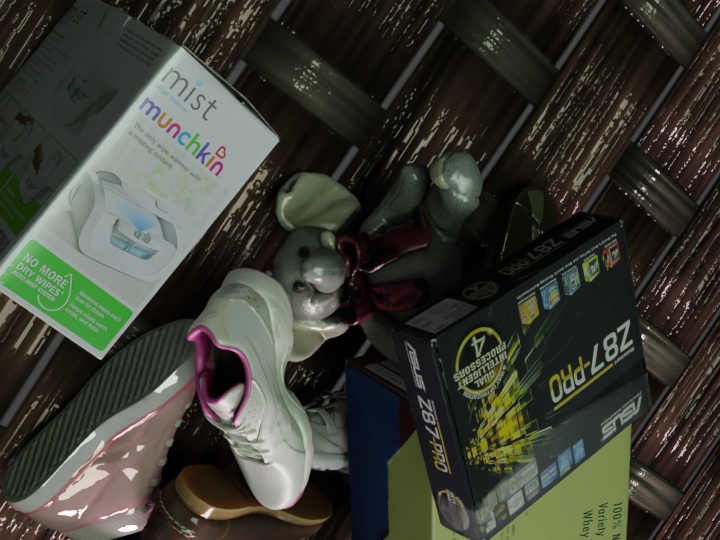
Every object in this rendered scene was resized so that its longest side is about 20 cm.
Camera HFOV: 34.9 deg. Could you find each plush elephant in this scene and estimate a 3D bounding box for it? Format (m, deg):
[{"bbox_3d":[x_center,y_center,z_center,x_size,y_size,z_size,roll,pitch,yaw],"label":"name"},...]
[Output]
[{"bbox_3d":[0.000,0.000,0.900,0.153,0.200,0.167,-2,87,-17],"label":"plush elephant"}]

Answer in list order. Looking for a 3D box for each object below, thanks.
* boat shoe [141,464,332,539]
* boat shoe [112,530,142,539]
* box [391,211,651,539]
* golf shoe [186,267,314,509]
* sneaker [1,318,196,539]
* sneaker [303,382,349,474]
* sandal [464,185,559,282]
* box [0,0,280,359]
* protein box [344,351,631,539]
[{"bbox_3d":[-0.101,0.202,0.945,0.071,0.070,0.199,-55,145,11],"label":"boat shoe"},{"bbox_3d":[-0.188,0.235,0.935,0.199,0.068,0.085,-24,108,-46],"label":"boat shoe"},{"bbox_3d":[0.122,0.071,0.818,0.199,0.049,0.163,-29,118,-32],"label":"box"},{"bbox_3d":[-0.089,0.103,0.863,0.091,0.075,0.202,-42,129,-54],"label":"golf shoe"},{"bbox_3d":[-0.175,0.133,0.904,0.200,0.075,0.105,-43,127,-5],"label":"sneaker"},{"bbox_3d":[-0.030,0.134,1.003,0.198,0.074,0.083,16,76,-34],"label":"sneaker"},{"bbox_3d":[0.119,0.017,1.043,0.081,0.054,0.202,23,82,-34],"label":"sandal"},{"bbox_3d":[-0.175,-0.073,0.742,0.177,0.200,0.097,-51,126,-3],"label":"box"},{"bbox_3d":[0.107,0.165,0.958,0.198,0.135,0.201,-11,109,-28],"label":"protein box"}]
